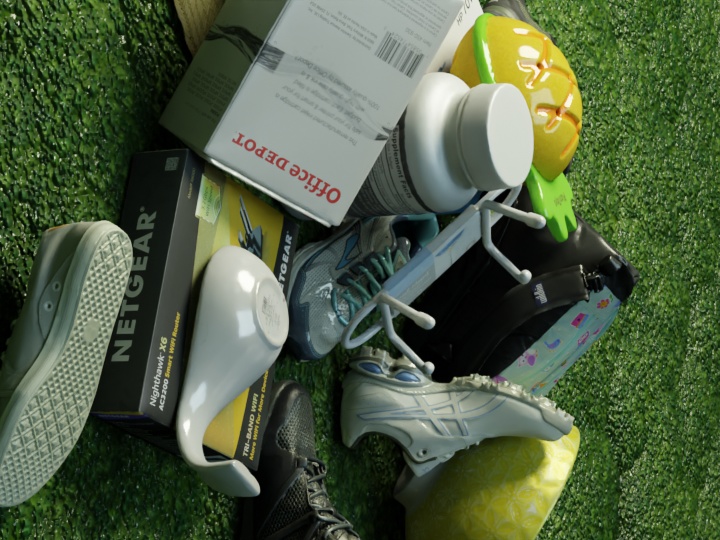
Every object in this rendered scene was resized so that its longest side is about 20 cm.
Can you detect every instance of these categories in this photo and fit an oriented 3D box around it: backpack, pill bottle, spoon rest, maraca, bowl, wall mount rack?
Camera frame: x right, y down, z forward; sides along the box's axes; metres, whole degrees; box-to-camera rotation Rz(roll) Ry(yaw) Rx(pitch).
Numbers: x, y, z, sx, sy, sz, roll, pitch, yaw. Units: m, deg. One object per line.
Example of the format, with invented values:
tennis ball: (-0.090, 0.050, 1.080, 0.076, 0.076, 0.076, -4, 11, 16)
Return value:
backpack: (0.140, 0.035, 1.817, 0.200, 0.167, 0.126, -48, 138, 6)
pill bottle: (0.032, -0.100, 1.627, 0.111, 0.199, 0.112, 8, 81, -59)
spoon rest: (-0.094, 0.071, 1.458, 0.100, 0.060, 0.201, 55, 31, -43)
maraca: (0.139, -0.122, 1.718, 0.201, 0.106, 0.137, 68, 23, -5)
bowl: (0.093, 0.193, 1.781, 0.107, 0.200, 0.201, 32, 50, -4)
wall mount rack: (0.076, 0.005, 1.607, 0.200, 0.075, 0.174, -43, 164, -10)

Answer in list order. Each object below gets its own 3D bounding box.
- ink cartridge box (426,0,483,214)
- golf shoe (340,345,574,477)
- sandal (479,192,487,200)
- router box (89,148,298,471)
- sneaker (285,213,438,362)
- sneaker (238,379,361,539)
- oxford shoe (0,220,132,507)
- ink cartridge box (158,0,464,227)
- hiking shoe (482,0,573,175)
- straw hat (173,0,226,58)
ink cartridge box: (0.054, -0.170, 1.781, 0.147, 0.085, 0.201, -61, 139, -41)
golf shoe: (0.078, 0.130, 1.713, 0.078, 0.199, 0.098, 41, 62, -76)
sandal: (0.150, -0.101, 1.864, 0.045, 0.200, 0.075, 32, 53, -2)
router box: (-0.121, 0.032, 1.507, 0.157, 0.052, 0.201, 33, 60, -53)
sneaker: (0.000, 0.000, 1.678, 0.200, 0.086, 0.078, -56, 134, -44)
sneaker: (-0.036, 0.185, 1.584, 0.076, 0.114, 0.201, 32, 60, -56)
oxford shoe: (-0.211, 0.059, 1.359, 0.075, 0.057, 0.201, 29, 79, -62)
ink cartridge box: (-0.037, -0.155, 1.524, 0.146, 0.083, 0.201, 28, 93, -40)
hiking shoe: (0.171, -0.184, 1.984, 0.101, 0.075, 0.201, -54, 132, -41)
straw hat: (-0.063, -0.237, 1.586, 0.201, 0.085, 0.203, 4, 85, -58)
